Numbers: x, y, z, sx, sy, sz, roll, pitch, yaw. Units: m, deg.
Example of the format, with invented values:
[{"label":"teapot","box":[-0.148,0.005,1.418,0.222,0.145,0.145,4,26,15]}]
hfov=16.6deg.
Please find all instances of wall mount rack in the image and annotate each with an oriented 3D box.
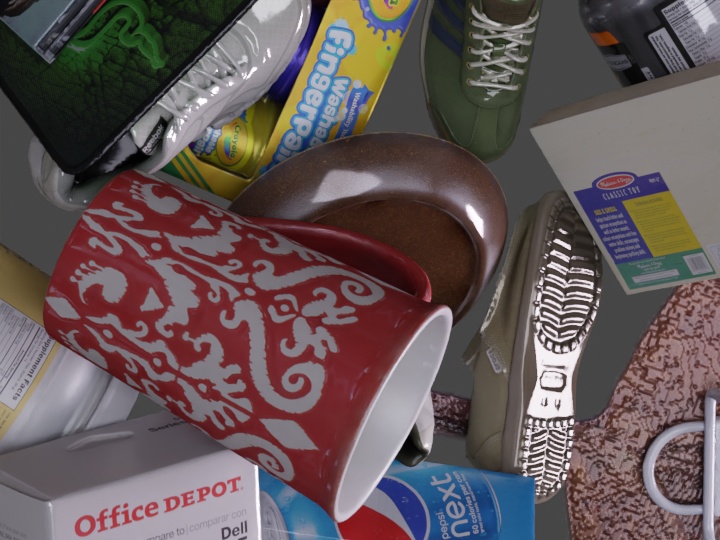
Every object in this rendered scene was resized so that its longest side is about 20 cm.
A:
[{"label":"wall mount rack","box":[0.291,0.163,1.642,0.199,0.075,0.175,-3,100,-10]}]

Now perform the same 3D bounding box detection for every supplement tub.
[{"label":"supplement tub","box":[-0.244,0.051,1.479,0.200,0.145,0.146,35,92,-14]},{"label":"supplement tub","box":[0.218,-0.143,1.551,0.122,0.123,0.201,-35,104,-4]}]

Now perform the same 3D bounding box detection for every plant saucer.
[{"label":"plant saucer","box":[0.000,0.000,1.524,0.199,0.032,0.201,-10,137,-10]}]

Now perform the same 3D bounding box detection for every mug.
[{"label":"mug","box":[-0.061,0.034,1.403,0.199,0.177,0.134,27,101,12]}]

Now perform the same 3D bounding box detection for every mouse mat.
[{"label":"mouse mat","box":[-0.151,-0.159,1.438,0.161,0.200,0.008,-45,136,4]}]

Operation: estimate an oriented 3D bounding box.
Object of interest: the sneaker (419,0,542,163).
[{"label":"sneaker","box":[0.080,-0.162,1.536,0.067,0.090,0.202,0,100,-12]}]

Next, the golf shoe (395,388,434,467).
[{"label":"golf shoe","box":[-0.040,0.069,1.485,0.199,0.098,0.079,8,132,-26]}]

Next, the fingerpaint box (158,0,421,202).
[{"label":"fingerpaint box","box":[-0.065,-0.146,1.519,0.166,0.073,0.201,24,95,-14]}]

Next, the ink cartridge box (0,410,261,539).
[{"label":"ink cartridge box","box":[-0.134,0.198,1.424,0.145,0.084,0.201,-14,109,-36]}]

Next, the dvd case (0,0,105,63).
[{"label":"dvd case","box":[-0.156,-0.231,1.457,0.200,0.146,0.022,-48,137,-1]}]

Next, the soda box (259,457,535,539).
[{"label":"soda box","box":[0.004,0.156,1.526,0.199,0.068,0.065,8,56,-8]}]

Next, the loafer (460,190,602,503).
[{"label":"loafer","box":[0.103,0.046,1.587,0.075,0.068,0.201,18,80,-47]}]

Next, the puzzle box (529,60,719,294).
[{"label":"puzzle box","box":[0.209,-0.059,1.516,0.025,0.199,0.133,-46,112,-37]}]

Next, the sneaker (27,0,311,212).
[{"label":"sneaker","box":[-0.106,-0.102,1.441,0.200,0.081,0.075,-42,102,1]}]
